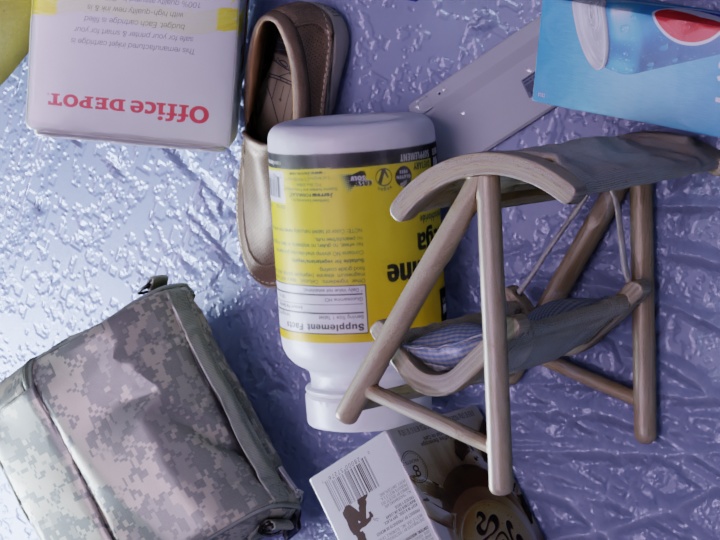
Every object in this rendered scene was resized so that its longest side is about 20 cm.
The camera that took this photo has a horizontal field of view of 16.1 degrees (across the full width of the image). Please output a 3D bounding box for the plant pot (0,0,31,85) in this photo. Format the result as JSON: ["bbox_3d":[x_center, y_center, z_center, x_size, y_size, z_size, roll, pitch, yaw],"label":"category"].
[{"bbox_3d":[-0.282,-0.235,1.825,0.141,0.200,0.201,-34,74,4],"label":"plant pot"}]

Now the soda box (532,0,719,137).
[{"bbox_3d":[0.206,-0.122,1.539,0.199,0.064,0.068,14,106,31],"label":"soda box"}]

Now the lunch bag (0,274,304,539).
[{"bbox_3d":[-0.144,0.126,1.781,0.167,0.139,0.201,-36,76,34],"label":"lunch bag"}]

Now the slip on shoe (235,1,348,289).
[{"bbox_3d":[-0.056,-0.084,1.739,0.076,0.060,0.202,22,108,31],"label":"slip on shoe"}]

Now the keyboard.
[{"bbox_3d":[0.112,-0.130,1.646,0.199,0.011,0.057,-32,82,34],"label":"keyboard"}]

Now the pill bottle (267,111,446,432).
[{"bbox_3d":[0.000,0.000,1.676,0.112,0.112,0.202,2,100,35],"label":"pill bottle"}]

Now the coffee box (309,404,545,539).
[{"bbox_3d":[0.066,0.200,1.656,0.080,0.113,0.201,-34,77,34],"label":"coffee box"}]

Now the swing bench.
[{"bbox_3d":[0.108,0.008,1.547,0.129,0.198,0.202,22,108,31],"label":"swing bench"}]

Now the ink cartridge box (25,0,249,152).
[{"bbox_3d":[-0.149,-0.191,1.745,0.144,0.083,0.202,6,100,2],"label":"ink cartridge box"}]
